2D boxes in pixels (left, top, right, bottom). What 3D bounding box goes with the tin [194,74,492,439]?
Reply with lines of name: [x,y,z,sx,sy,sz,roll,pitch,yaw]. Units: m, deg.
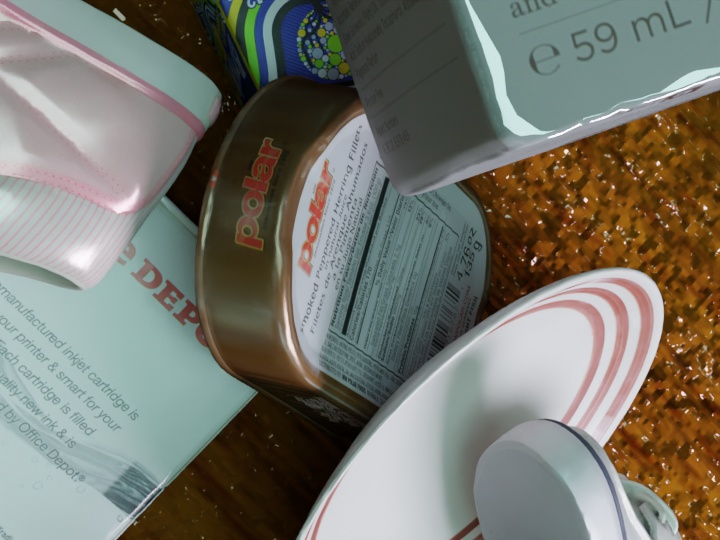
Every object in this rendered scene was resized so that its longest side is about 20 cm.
tin: [0.000,0.000,0.826,0.042,0.200,0.112,7,76,24]

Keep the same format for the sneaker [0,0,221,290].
sneaker: [-0.156,-0.063,0.747,0.200,0.075,0.105,29,82,-10]

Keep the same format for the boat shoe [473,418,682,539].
boat shoe: [0.098,0.115,0.885,0.066,0.072,0.200,-39,139,-19]

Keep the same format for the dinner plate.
dinner plate: [0.040,0.072,0.863,0.200,0.200,0.024,-45,64,-4]

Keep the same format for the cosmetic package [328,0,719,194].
cosmetic package: [0.068,-0.148,0.686,0.167,0.166,0.201,-20,91,-10]

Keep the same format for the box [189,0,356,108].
box: [0.038,-0.123,0.866,0.200,0.070,0.064,-28,100,-9]

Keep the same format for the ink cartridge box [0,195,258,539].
ink cartridge box: [-0.144,0.043,0.841,0.200,0.083,0.147,-45,106,-4]
